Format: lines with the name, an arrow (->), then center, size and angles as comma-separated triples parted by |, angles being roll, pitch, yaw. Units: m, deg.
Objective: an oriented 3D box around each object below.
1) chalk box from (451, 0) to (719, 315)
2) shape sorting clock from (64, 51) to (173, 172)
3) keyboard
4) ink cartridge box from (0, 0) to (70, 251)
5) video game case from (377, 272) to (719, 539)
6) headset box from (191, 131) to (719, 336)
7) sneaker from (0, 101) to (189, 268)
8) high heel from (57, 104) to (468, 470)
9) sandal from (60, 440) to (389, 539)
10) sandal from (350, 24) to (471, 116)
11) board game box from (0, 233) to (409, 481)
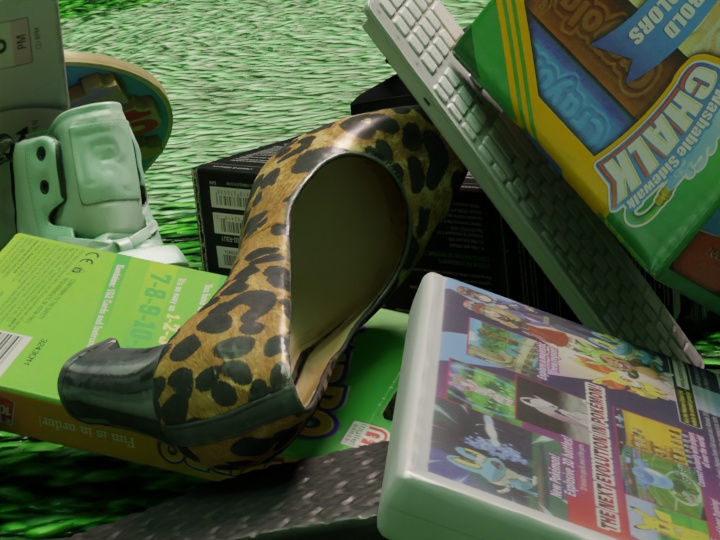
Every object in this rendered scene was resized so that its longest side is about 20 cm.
chalk box -> 0.149, -0.052, 0.830 | 0.125, 0.124, 0.200 | 27, 19, -39
shape sorting clock -> -0.190, -0.052, 1.194 | 0.200, 0.039, 0.200 | -21, -22, -9
keyboard -> 0.068, -0.029, 0.890 | 0.011, 0.200, 0.056 | -29, 14, 33
ink cartridge box -> -0.232, -0.060, 1.072 | 0.200, 0.163, 0.057 | -17, 49, -16
video game case -> 0.097, 0.064, 0.699 | 0.182, 0.023, 0.200 | 20, 16, -2
headset box -> 0.060, -0.019, 1.028 | 0.174, 0.093, 0.200 | 7, 19, 41
sneaker -> -0.107, -0.008, 1.005 | 0.074, 0.118, 0.200 | -11, 17, -26
high heel -> 0.000, 0.000, 0.821 | 0.200, 0.071, 0.143 | -38, 19, -23
sandal -> -0.034, 0.096, 0.744 | 0.200, 0.048, 0.075 | -17, 15, 7
sandal -> 0.040, -0.091, 1.046 | 0.076, 0.043, 0.200 | -4, 13, 11
board game box -> -0.064, 0.037, 0.896 | 0.200, 0.030, 0.096 | 9, 37, 20
